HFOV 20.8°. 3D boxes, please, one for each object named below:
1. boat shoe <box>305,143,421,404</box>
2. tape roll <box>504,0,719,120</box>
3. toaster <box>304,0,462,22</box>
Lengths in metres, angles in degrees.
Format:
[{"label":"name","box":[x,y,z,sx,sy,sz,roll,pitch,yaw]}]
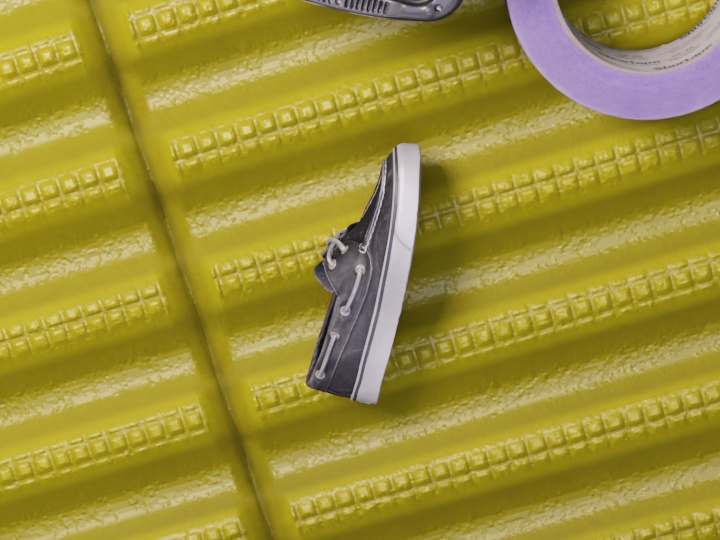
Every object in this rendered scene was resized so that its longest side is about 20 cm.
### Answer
[{"label":"boat shoe","box":[0.000,0.000,1.437,0.067,0.072,0.202,11,113,-3]},{"label":"tape roll","box":[0.197,-0.211,1.361,0.198,0.085,0.202,0,106,1]},{"label":"toaster","box":[0.007,-0.239,1.333,0.198,0.129,0.115,12,107,-1]}]
